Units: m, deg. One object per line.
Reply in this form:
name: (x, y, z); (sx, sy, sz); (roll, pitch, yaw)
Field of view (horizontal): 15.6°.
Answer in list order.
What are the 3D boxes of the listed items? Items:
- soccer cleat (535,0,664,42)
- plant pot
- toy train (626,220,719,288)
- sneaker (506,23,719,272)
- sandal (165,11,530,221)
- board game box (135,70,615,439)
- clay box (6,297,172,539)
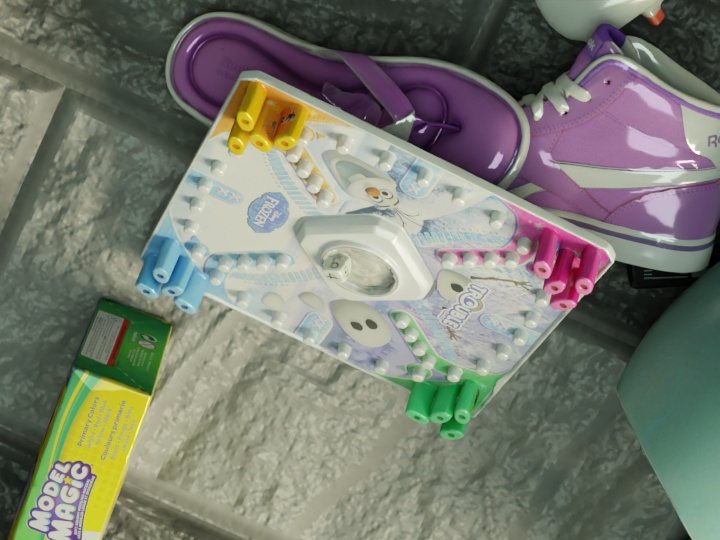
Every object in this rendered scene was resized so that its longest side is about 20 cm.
soccer cleat: (0.169, -0.185, 1.295); (0.200, 0.069, 0.078); (-32, 111, 14)
plant pot: (0.225, 0.075, 1.304); (0.161, 0.201, 0.201); (-30, 105, 7)
toy train: (0.096, -0.007, 1.374); (0.199, 0.034, 0.046); (-2, 120, 1)
sneaker: (0.087, -0.076, 1.318); (0.200, 0.073, 0.115); (10, 114, 9)
sandal: (-0.015, -0.076, 1.300); (0.202, 0.050, 0.083); (16, 91, 24)
board game box: (0.000, 0.000, 1.315); (0.199, 0.026, 0.200); (26, 147, -7)
clay box: (-0.155, 0.127, 1.377); (0.047, 0.115, 0.201); (21, 106, -5)
